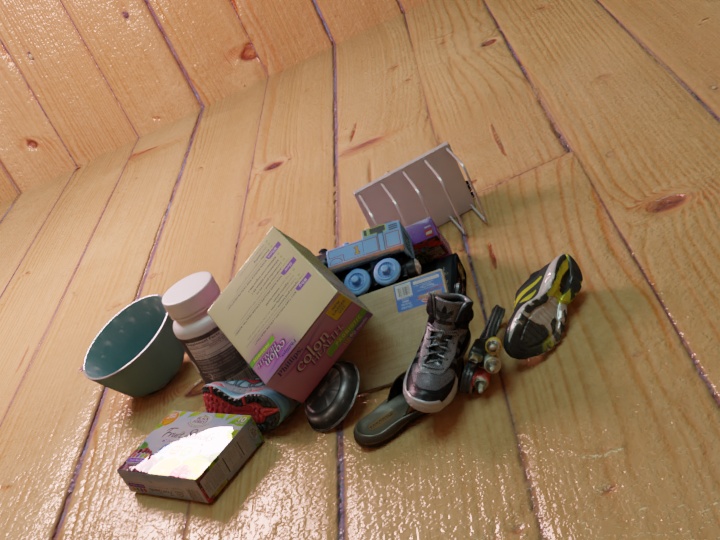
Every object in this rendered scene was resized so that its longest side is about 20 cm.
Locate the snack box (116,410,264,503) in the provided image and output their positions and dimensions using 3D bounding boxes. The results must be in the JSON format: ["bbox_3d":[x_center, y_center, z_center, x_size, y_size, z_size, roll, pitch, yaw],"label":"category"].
[{"bbox_3d":[-0.264,0.284,1.649,0.199,0.053,0.142,-4,32,42],"label":"snack box"}]

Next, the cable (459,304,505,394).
[{"bbox_3d":[0.186,0.118,1.531,0.050,0.098,0.200,21,20,11],"label":"cable"}]

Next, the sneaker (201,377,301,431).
[{"bbox_3d":[-0.170,0.210,1.701,0.199,0.080,0.095,3,19,43],"label":"sneaker"}]

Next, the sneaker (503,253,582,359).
[{"bbox_3d":[0.256,0.062,1.551,0.084,0.075,0.200,-29,16,52],"label":"sneaker"}]

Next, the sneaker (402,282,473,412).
[{"bbox_3d":[0.108,0.099,1.472,0.075,0.115,0.201,11,35,13],"label":"sneaker"}]

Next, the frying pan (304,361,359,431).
[{"bbox_3d":[-0.052,0.163,1.633,0.115,0.031,0.191,-43,34,21],"label":"frying pan"}]

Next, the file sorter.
[{"bbox_3d":[0.114,-0.112,1.935,0.199,0.140,0.125,-28,26,-2],"label":"file sorter"}]

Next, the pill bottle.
[{"bbox_3d":[-0.245,0.110,1.791,0.112,0.201,0.113,-22,24,11],"label":"pill bottle"}]

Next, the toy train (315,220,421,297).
[{"bbox_3d":[0.000,0.000,1.721,0.198,0.087,0.115,-18,60,15],"label":"toy train"}]

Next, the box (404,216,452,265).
[{"bbox_3d":[0.052,-0.016,1.825,0.198,0.137,0.039,-23,68,11],"label":"box"}]

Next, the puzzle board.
[{"bbox_3d":[0.052,0.098,1.635,0.198,0.017,0.152,-19,65,17],"label":"puzzle board"}]

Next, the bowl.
[{"bbox_3d":[-0.399,0.153,1.956,0.200,0.105,0.202,-28,32,19],"label":"bowl"}]

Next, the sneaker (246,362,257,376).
[{"bbox_3d":[-0.146,0.094,1.781,0.082,0.071,0.201,-20,38,13],"label":"sneaker"}]

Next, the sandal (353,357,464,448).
[{"bbox_3d":[0.067,0.174,1.521,0.199,0.055,0.082,-33,28,-13],"label":"sandal"}]

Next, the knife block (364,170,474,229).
[{"bbox_3d":[0.117,-0.117,2.052,0.064,0.174,0.202,-116,44,-67],"label":"knife block"}]

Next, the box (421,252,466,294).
[{"bbox_3d":[0.092,0.060,1.730,0.158,0.046,0.201,-19,26,17],"label":"box"}]

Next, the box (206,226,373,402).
[{"bbox_3d":[-0.111,0.065,1.634,0.176,0.096,0.200,-52,47,5],"label":"box"}]
